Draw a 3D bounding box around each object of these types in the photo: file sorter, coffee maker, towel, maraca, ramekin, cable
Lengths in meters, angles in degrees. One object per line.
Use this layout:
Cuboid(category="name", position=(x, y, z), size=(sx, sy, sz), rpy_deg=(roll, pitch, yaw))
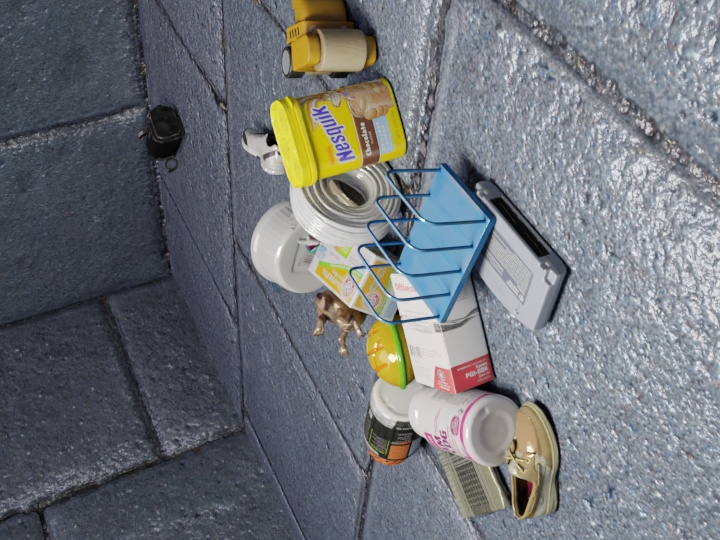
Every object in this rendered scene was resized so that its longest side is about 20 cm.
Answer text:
Cuboid(category="file sorter", position=(0.080, -0.036, 1.230), size=(0.139, 0.122, 0.201), rpy_deg=(56, 138, 38))
Cuboid(category="coffee maker", position=(-0.706, -0.484, 3.041), size=(0.192, 0.135, 0.200), rpy_deg=(50, 161, -5))
Cuboid(category="towel", position=(0.201, 0.353, 1.536), size=(0.201, 0.034, 0.193), rpy_deg=(69, 156, 14))
Cuboid(category="maraca", position=(0.061, 0.137, 1.605), size=(0.200, 0.106, 0.138), rpy_deg=(-107, 11, -47))
Cuboid(category="ramekin", position=(-0.128, -0.048, 1.811), size=(0.098, 0.200, 0.201), rpy_deg=(35, 138, 47))
Cuboid(category="cable", position=(-0.027, -0.135, 1.477), size=(0.069, 0.199, 0.201), rpy_deg=(120, 151, -56))

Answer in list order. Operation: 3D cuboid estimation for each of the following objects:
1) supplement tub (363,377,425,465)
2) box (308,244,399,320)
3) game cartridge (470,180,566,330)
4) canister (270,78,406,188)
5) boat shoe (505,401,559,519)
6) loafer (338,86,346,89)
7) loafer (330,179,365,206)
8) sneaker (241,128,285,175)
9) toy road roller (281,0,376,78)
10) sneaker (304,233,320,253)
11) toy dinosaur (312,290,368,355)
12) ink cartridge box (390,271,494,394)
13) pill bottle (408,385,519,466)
Cuboid(category="supplement tub", position=(0.071, 0.304, 1.682), size=(0.123, 0.122, 0.200), rpy_deg=(58, 155, 32))
Cuboid(category="box", position=(0.000, 0.000, 1.591), size=(0.200, 0.101, 0.113), rpy_deg=(38, 104, 56))
Cuboid(category="game cartridge", position=(0.213, -0.017, 1.192), size=(0.200, 0.041, 0.133), rpy_deg=(57, 158, 35))
Cuboid(category="canister", position=(-0.035, -0.236, 1.410), size=(0.086, 0.199, 0.149), rpy_deg=(-5, 102, 69))
Cuboid(category="boat shoe", position=(0.259, 0.299, 1.281), size=(0.074, 0.066, 0.201), rpy_deg=(28, 132, 61))
Cuboid(category="loafer", position=(-0.037, -0.268, 1.599), size=(0.200, 0.072, 0.073), rpy_deg=(112, 165, -62))
Cuboid(category="loafer", position=(-0.042, -0.180, 1.585), size=(0.200, 0.076, 0.068), rpy_deg=(42, 164, 1))
Cuboid(category="sneaker", position=(-0.229, -0.310, 2.047), size=(0.200, 0.073, 0.080), rpy_deg=(45, 132, 43))
Cuboid(category="toy road roller", position=(-0.064, -0.417, 1.460), size=(0.200, 0.122, 0.147), rpy_deg=(-164, 70, -66))
Cuboid(category="sneaker", position=(-0.051, -0.044, 1.712), size=(0.084, 0.120, 0.201), rpy_deg=(29, 134, 62))
Cuboid(category="toy dinosaur", position=(-0.042, 0.075, 1.636), size=(0.200, 0.086, 0.136), rpy_deg=(36, -144, -47))
Cuboid(category="ink cartridge box", position=(0.136, 0.092, 1.404), size=(0.147, 0.083, 0.201), rpy_deg=(6, 111, 67))
Cuboid(category="pill bottle", position=(0.169, 0.250, 1.387), size=(0.200, 0.113, 0.114), rpy_deg=(1, 107, 64))
